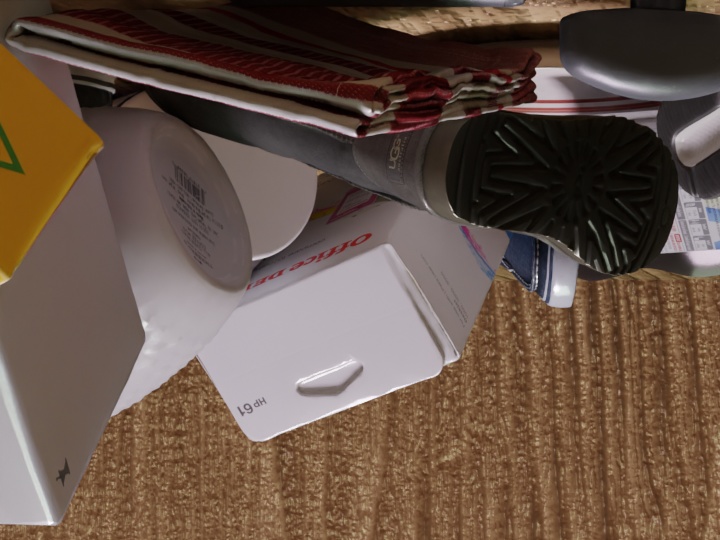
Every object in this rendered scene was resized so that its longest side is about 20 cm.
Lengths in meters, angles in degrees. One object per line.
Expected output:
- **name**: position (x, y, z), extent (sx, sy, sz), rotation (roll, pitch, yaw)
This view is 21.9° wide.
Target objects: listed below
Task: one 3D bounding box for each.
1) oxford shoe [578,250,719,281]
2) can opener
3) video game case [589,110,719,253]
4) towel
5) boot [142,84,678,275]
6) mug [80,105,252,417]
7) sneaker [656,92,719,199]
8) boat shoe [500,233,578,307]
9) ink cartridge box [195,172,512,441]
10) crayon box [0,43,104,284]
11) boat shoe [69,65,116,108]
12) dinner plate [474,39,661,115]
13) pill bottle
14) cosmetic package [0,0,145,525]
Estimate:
- **oxford shoe**: position (0.292, -0.037, 1.755), extent (0.199, 0.072, 0.071), rotation (-2, -156, 30)
- **can opener**: position (0.046, -0.101, 0.668), extent (0.199, 0.067, 0.053), rotation (5, 178, 1)
- **video game case**: position (0.206, -0.050, 1.058), extent (0.181, 0.022, 0.200), rotation (-3, 162, 14)
- **towel**: position (-0.024, -0.083, 0.711), extent (0.143, 0.023, 0.200), rotation (15, -166, 19)
- **boot**: position (0.023, -0.058, 0.854), extent (0.181, 0.073, 0.200), rotation (17, 178, -43)
- **mug**: position (-0.159, -0.014, 0.851), extent (0.175, 0.148, 0.200), rotation (-23, 128, 19)
- **sneaker**: position (0.231, -0.094, 0.854), extent (0.115, 0.076, 0.200), rotation (-20, 178, -25)
- **boat shoe**: position (0.089, -0.031, 1.230), extent (0.090, 0.071, 0.200), rotation (2, -158, -5)
- **ink cartridge box**: position (0.000, 0.000, 1.103), extent (0.144, 0.085, 0.200), rotation (-24, -162, 25)
- **crayon box**: position (-0.195, -0.045, 0.531), extent (0.173, 0.058, 0.200), rotation (45, 143, -18)
- **boat shoe**: position (-0.207, -0.084, 0.899), extent (0.199, 0.064, 0.071), rotation (3, 176, -35)
- **dinner plate**: position (0.098, -0.098, 0.978), extent (0.199, 0.024, 0.200), rotation (0, 175, 0)
- **pill bottle**: position (-0.112, -0.045, 1.071), extent (0.119, 0.120, 0.200), rotation (3, 176, -32)
- **cosmetic package**: position (-0.208, -0.017, 0.704), extent (0.199, 0.200, 0.123), rotation (0, -144, 16)
